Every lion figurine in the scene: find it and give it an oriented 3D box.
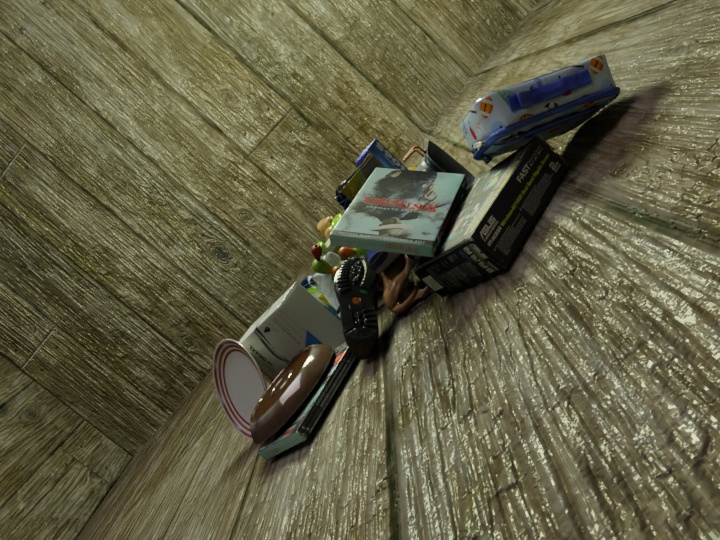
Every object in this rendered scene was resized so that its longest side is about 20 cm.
[{"bbox_3d":[0.060,0.016,1.034,0.123,0.072,0.200,-53,10,24],"label":"lion figurine"}]

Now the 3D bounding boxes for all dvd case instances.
[{"bbox_3d":[-0.078,0.203,1.031,0.146,0.022,0.200,-40,11,48],"label":"dvd case"},{"bbox_3d":[0.059,-0.088,0.905,0.200,0.145,0.022,-59,-30,-47],"label":"dvd case"}]

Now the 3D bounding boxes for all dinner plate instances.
[{"bbox_3d":[-0.223,0.226,1.226,0.024,0.201,0.200,-18,-15,-41],"label":"dinner plate"}]

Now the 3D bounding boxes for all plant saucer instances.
[{"bbox_3d":[-0.121,0.194,1.058,0.200,0.032,0.200,-49,9,10],"label":"plant saucer"}]

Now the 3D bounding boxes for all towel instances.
[{"bbox_3d":[0.063,-0.096,1.019,0.023,0.200,0.144,-46,2,35],"label":"towel"}]

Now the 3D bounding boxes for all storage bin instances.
[{"bbox_3d":[0.122,-0.143,1.181,0.134,0.145,0.200,-50,8,19],"label":"storage bin"}]

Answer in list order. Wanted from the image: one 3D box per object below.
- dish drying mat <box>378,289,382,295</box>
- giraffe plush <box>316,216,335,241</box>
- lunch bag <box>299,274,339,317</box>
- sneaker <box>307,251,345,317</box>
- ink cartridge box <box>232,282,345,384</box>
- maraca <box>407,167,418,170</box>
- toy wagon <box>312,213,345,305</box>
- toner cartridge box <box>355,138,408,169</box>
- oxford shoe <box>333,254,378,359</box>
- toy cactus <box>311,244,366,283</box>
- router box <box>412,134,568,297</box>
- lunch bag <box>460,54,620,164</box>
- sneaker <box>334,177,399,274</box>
[{"bbox_3d":[0.062,0.004,1.252,0.200,0.018,0.077,-46,10,26],"label":"dish drying mat"},{"bbox_3d":[0.027,-0.100,1.426,0.162,0.172,0.200,-52,-25,8],"label":"giraffe plush"},{"bbox_3d":[-0.111,0.100,1.396,0.200,0.127,0.170,-39,-6,-47],"label":"lunch bag"},{"bbox_3d":[-0.009,-0.015,1.243,0.200,0.115,0.075,-51,9,-12],"label":"sneaker"},{"bbox_3d":[-0.132,0.136,1.221,0.200,0.146,0.084,-42,10,43],"label":"ink cartridge box"},{"bbox_3d":[0.122,-0.198,1.534,0.200,0.107,0.137,-50,11,-10],"label":"maraca"},{"bbox_3d":[-0.023,-0.020,1.308,0.200,0.155,0.040,-54,27,12],"label":"toy wagon"},{"bbox_3d":[0.083,-0.189,1.373,0.043,0.200,0.095,-43,10,28],"label":"toner cartridge box"},{"bbox_3d":[-0.005,0.057,1.028,0.085,0.072,0.201,85,-174,-45],"label":"oxford shoe"},{"bbox_3d":[0.000,0.000,1.164,0.199,0.166,0.102,-16,30,-33],"label":"toy cactus"},{"bbox_3d":[0.172,-0.069,0.856,0.200,0.062,0.150,-53,9,-27],"label":"router box"},{"bbox_3d":[0.235,-0.214,0.866,0.199,0.076,0.160,-22,-1,-4],"label":"lunch bag"},{"bbox_3d":[0.009,-0.092,1.052,0.081,0.115,0.200,-47,25,37],"label":"sneaker"}]
